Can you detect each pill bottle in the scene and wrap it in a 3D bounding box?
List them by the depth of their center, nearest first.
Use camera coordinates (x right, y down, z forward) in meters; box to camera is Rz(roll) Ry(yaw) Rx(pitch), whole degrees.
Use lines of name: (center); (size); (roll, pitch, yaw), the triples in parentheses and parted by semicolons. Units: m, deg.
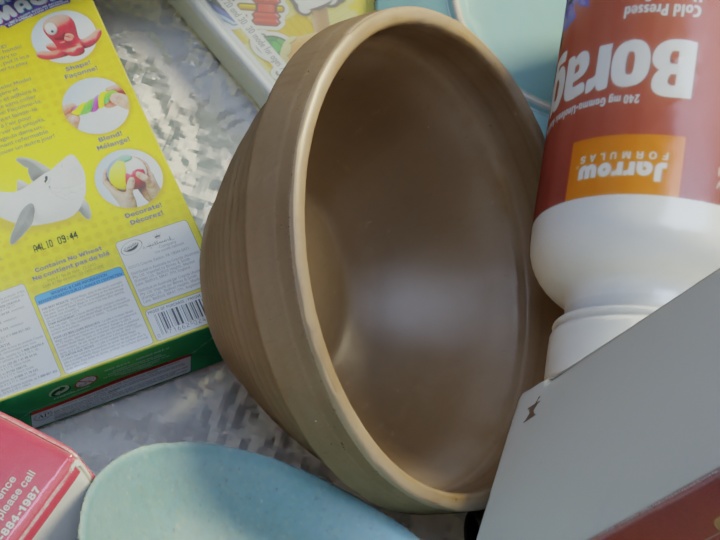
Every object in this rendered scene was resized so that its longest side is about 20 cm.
pill bottle: (0.130, -0.041, 0.782); (0.112, 0.112, 0.200); (10, 71, -1)

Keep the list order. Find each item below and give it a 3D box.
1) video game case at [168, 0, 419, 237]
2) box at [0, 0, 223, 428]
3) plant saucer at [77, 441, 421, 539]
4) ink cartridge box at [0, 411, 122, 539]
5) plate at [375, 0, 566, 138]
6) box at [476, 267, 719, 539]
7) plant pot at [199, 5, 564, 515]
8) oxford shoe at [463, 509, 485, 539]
video game case: (0.018, -0.132, 0.908); (0.182, 0.023, 0.200); (-33, 70, -22)
box: (-0.144, -0.035, 0.824); (0.117, 0.048, 0.200); (-19, 68, -16)
plant saucer: (-0.014, 0.138, 0.640); (0.201, 0.039, 0.201); (29, 21, -12)
ink cartridge box: (-0.201, 0.100, 0.671); (0.200, 0.085, 0.146); (24, 66, 27)
plate: (0.107, -0.121, 0.888); (0.200, 0.026, 0.200); (3, 62, -5)
box: (0.164, 0.106, 0.682); (0.200, 0.152, 0.106); (33, 50, -15)
plant pot: (0.000, 0.000, 0.771); (0.093, 0.201, 0.201); (-9, 54, 34)
oxford shoe: (0.048, 0.177, 0.723); (0.084, 0.073, 0.200); (12, 49, 2)
